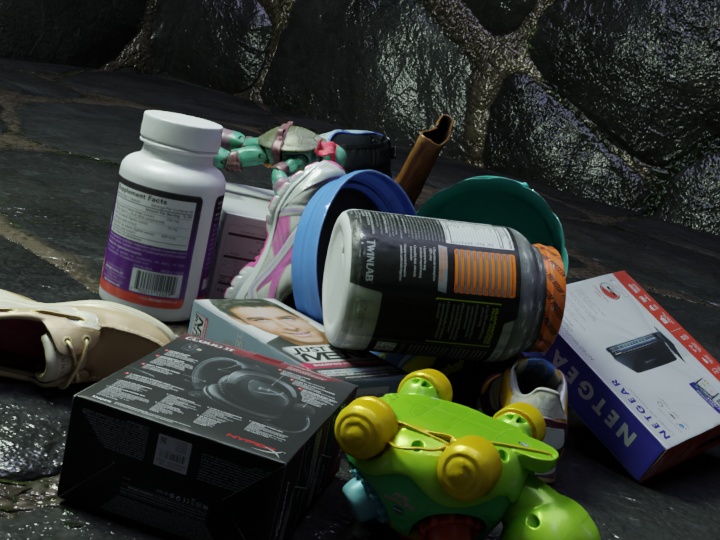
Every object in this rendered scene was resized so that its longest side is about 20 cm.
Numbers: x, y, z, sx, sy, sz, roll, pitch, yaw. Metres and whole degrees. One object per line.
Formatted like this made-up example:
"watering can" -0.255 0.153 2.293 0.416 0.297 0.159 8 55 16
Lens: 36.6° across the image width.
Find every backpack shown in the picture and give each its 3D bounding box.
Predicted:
"backpack" -0.043 -0.107 1.568 0.146 0.185 0.200 -7 -1 27

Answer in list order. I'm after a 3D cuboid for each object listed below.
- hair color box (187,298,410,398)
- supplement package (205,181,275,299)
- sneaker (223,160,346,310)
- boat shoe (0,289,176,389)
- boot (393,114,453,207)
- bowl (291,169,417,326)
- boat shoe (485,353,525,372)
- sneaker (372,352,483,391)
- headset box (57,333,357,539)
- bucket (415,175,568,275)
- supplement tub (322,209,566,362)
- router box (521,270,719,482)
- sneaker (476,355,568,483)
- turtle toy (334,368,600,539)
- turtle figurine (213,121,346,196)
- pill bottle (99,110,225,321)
"hair color box" -0.061 0.085 0.971 0.098 0.061 0.199 1 17 -44
"supplement package" -0.111 -0.024 1.280 0.154 0.112 0.200 10 12 -18
"sneaker" -0.058 -0.015 1.126 0.088 0.201 0.081 27 2 28
"boat shoe" -0.247 0.064 0.874 0.198 0.074 0.069 9 25 -12
"boot" 0.051 -0.103 1.312 0.068 0.201 0.188 31 23 8
"bowl" 0.000 0.000 1.107 0.039 0.203 0.200 -1 3 35
"boat shoe" 0.135 0.049 1.206 0.200 0.073 0.072 39 60 22
"sneaker" 0.065 0.082 1.087 0.082 0.075 0.199 18 12 32
"headset box" -0.096 0.114 0.770 0.148 0.078 0.200 16 12 10
"bucket" 0.147 -0.012 1.304 0.205 0.209 0.135 15 5 8
"supplement tub" 0.072 0.016 0.962 0.198 0.124 0.123 7 13 -12
"router box" 0.265 0.095 1.063 0.179 0.049 0.200 -11 50 -43
"sneaker" 0.153 0.115 0.988 0.074 0.091 0.200 12 13 -5
"turtle toy" 0.071 0.146 0.744 0.199 0.102 0.145 19 13 23
"turtle figurine" -0.089 -0.124 1.277 0.198 0.102 0.150 10 11 12
"pill bottle" -0.201 -0.058 1.129 0.110 0.202 0.111 13 12 -3
